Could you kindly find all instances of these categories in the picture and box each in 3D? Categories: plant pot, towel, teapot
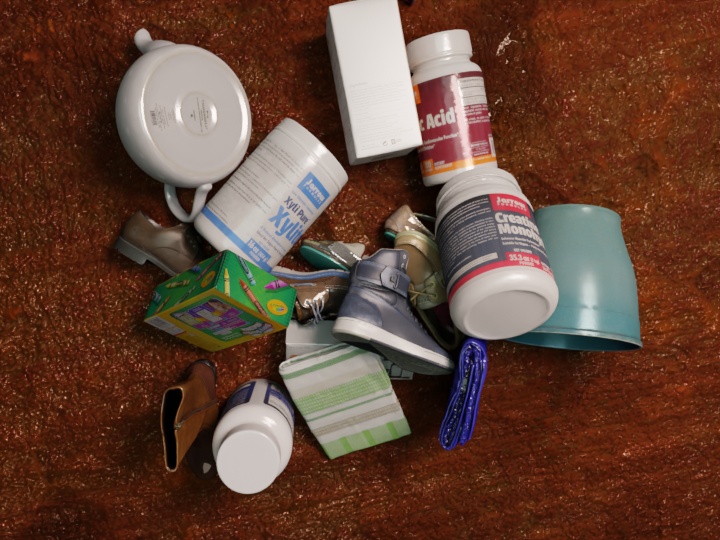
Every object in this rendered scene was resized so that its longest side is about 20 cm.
[{"bbox_3d":[0.308,0.011,0.905,0.196,0.200,0.192,7,79,-5],"label":"plant pot"},{"bbox_3d":[-0.020,0.192,0.921,0.147,0.031,0.202,-18,122,9],"label":"towel"},{"bbox_3d":[0.158,0.165,0.889,0.049,0.200,0.151,16,94,11],"label":"towel"},{"bbox_3d":[-0.257,-0.204,0.856,0.197,0.145,0.203,40,65,-37],"label":"teapot"}]

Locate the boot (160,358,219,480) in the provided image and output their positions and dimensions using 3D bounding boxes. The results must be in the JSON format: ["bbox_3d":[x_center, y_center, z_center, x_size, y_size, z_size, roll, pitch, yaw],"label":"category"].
[{"bbox_3d":[-0.231,0.233,0.861,0.067,0.200,0.192,6,94,-5],"label":"boot"}]

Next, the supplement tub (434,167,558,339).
[{"bbox_3d":[0.175,-0.024,0.828,0.137,0.142,0.203,-2,53,-5],"label":"supplement tub"}]

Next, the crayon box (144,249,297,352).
[{"bbox_3d":[-0.194,0.049,0.839,0.118,0.198,0.059,32,54,-33],"label":"crayon box"}]

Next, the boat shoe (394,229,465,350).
[{"bbox_3d":[0.107,0.032,0.909,0.073,0.067,0.201,-16,119,39],"label":"boat shoe"}]

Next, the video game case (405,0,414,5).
[{"bbox_3d":[0.039,-0.529,0.905,0.198,0.036,0.183,30,90,-7],"label":"video game case"}]

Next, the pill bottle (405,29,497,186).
[{"bbox_3d":[0.129,-0.233,0.898,0.112,0.114,0.204,-12,96,-4],"label":"pill bottle"}]

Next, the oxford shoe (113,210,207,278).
[{"bbox_3d":[-0.256,-0.025,0.903,0.197,0.073,0.086,28,90,-7],"label":"oxford shoe"}]

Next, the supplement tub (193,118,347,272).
[{"bbox_3d":[-0.127,-0.098,0.872,0.132,0.132,0.201,42,86,-7],"label":"supplement tub"}]

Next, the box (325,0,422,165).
[{"bbox_3d":[0.016,-0.264,0.881,0.095,0.124,0.204,-11,96,-4],"label":"box"}]

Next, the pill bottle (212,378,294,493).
[{"bbox_3d":[-0.149,0.232,0.868,0.109,0.200,0.114,0,95,-4],"label":"pill bottle"}]

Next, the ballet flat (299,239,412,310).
[{"bbox_3d":[0.000,0.000,0.938,0.199,0.072,0.073,36,91,-7],"label":"ballet flat"}]

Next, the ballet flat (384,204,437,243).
[{"bbox_3d":[0.130,-0.034,0.941,0.198,0.068,0.068,34,80,-8],"label":"ballet flat"}]

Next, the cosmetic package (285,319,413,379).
[{"bbox_3d":[-0.014,0.121,0.928,0.196,0.051,0.084,1,131,-5],"label":"cosmetic package"}]

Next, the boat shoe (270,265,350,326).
[{"bbox_3d":[-0.073,0.045,0.899,0.196,0.073,0.073,4,128,14],"label":"boat shoe"}]

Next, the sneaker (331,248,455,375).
[{"bbox_3d":[0.064,0.054,0.856,0.200,0.076,0.149,28,62,-27],"label":"sneaker"}]
